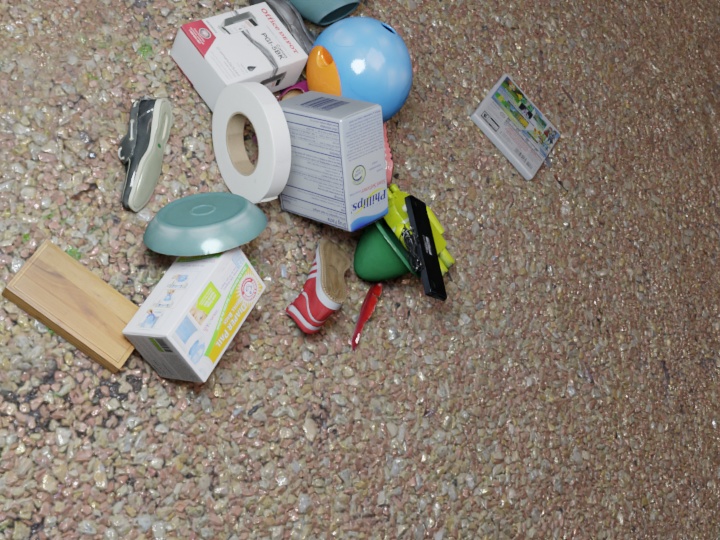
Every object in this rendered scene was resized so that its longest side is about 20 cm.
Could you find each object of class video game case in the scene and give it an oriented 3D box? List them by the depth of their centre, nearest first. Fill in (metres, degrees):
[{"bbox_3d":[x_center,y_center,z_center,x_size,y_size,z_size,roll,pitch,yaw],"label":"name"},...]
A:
[{"bbox_3d":[0.360,-0.333,1.934,0.200,0.022,0.183,45,54,-10],"label":"video game case"}]

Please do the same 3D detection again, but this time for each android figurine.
[{"bbox_3d":[0.109,-0.079,1.623,0.201,0.041,0.182,55,26,-1],"label":"android figurine"}]

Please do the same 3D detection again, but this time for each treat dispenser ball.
[{"bbox_3d":[-0.001,-0.365,1.555,0.199,0.201,0.203,13,65,-29],"label":"treat dispenser ball"}]

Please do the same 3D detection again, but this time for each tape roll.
[{"bbox_3d":[-0.186,-0.214,1.413,0.037,0.202,0.204,-16,81,-37],"label":"tape roll"}]

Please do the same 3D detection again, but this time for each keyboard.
[{"bbox_3d":[0.102,-0.042,1.520,0.104,0.039,0.202,25,48,-55],"label":"keyboard"}]

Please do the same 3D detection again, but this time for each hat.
[{"bbox_3d":[0.000,0.000,1.561,0.166,0.176,0.200,50,10,-19],"label":"hat"}]

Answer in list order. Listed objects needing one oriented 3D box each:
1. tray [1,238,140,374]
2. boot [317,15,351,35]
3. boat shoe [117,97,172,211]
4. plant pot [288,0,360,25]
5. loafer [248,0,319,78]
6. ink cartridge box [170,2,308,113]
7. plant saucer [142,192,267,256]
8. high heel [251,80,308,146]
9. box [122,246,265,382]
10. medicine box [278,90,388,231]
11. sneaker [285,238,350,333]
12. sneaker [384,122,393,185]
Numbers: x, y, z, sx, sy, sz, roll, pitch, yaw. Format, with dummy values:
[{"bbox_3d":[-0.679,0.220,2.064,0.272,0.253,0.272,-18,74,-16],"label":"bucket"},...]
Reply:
[{"bbox_3d":[-0.419,0.054,1.255,0.200,0.037,0.099,39,55,-14],"label":"tray"},{"bbox_3d":[0.000,-0.438,1.713,0.200,0.068,0.131,46,48,-12],"label":"boot"},{"bbox_3d":[-0.365,-0.191,1.382,0.067,0.072,0.202,5,71,8],"label":"boat shoe"},{"bbox_3d":[-0.070,-0.562,1.633,0.199,0.200,0.136,-28,93,-38],"label":"plant pot"},{"bbox_3d":[-0.144,-0.459,1.620,0.200,0.073,0.072,42,59,-11],"label":"loafer"},{"bbox_3d":[-0.217,-0.389,1.520,0.199,0.083,0.147,-31,78,-38],"label":"ink cartridge box"},{"bbox_3d":[-0.248,-0.082,1.331,0.199,0.199,0.036,-27,124,-37],"label":"plant saucer"},{"bbox_3d":[-0.123,-0.307,1.556,0.067,0.096,0.201,41,55,-13],"label":"high heel"},{"bbox_3d":[-0.252,0.058,1.299,0.113,0.101,0.201,59,46,-37],"label":"box"},{"bbox_3d":[-0.054,-0.191,1.455,0.103,0.181,0.202,-28,125,-38],"label":"medicine box"},{"bbox_3d":[-0.075,0.030,1.483,0.071,0.113,0.201,32,27,-16],"label":"sneaker"},{"bbox_3d":[0.011,-0.257,1.642,0.086,0.074,0.202,-5,63,-7],"label":"sneaker"}]
